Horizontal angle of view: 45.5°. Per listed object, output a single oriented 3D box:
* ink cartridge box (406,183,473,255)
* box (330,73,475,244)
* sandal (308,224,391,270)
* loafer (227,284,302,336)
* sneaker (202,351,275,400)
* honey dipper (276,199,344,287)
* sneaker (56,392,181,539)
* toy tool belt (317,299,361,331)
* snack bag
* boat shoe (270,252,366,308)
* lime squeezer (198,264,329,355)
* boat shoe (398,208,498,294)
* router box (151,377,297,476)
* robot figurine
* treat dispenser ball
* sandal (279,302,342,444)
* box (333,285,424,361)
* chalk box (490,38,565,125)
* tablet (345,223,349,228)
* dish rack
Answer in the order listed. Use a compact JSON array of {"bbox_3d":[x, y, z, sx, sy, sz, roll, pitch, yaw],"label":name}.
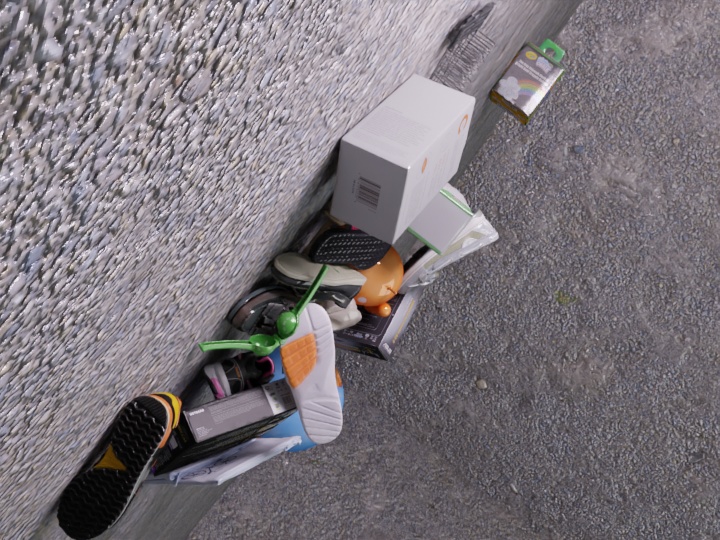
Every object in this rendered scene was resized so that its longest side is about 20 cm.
[{"bbox_3d":[0.094,-0.116,1.378,0.088,0.145,0.200,-52,-174,14],"label":"ink cartridge box"},{"bbox_3d":[0.057,-0.150,1.125,0.200,0.097,0.125,-48,157,-43],"label":"box"},{"bbox_3d":[-0.015,-0.043,1.265,0.075,0.045,0.200,-55,152,18],"label":"sandal"},{"bbox_3d":[-0.113,0.063,1.215,0.072,0.063,0.200,-50,166,15],"label":"loafer"},{"bbox_3d":[-0.165,0.160,1.298,0.086,0.081,0.200,-23,177,3],"label":"sneaker"},{"bbox_3d":[-0.072,-0.032,1.256,0.200,0.038,0.038,-53,175,13],"label":"honey dipper"},{"bbox_3d":[-0.273,0.230,1.012,0.200,0.070,0.090,-56,171,7],"label":"sneaker"},{"bbox_3d":[-0.091,0.071,1.419,0.123,0.125,0.200,-32,-175,-19],"label":"toy tool belt"},{"bbox_3d":[-0.218,0.283,1.296,0.199,0.022,0.188,-10,-176,39],"label":"snack bag"},{"bbox_3d":[-0.063,0.021,1.230,0.068,0.072,0.200,-55,152,13],"label":"boat shoe"},{"bbox_3d":[-0.117,0.069,1.142,0.200,0.071,0.038,-33,-156,-17],"label":"lime squeezer"},{"bbox_3d":[0.138,-0.020,1.456,0.202,0.065,0.074,-40,-172,11],"label":"boat shoe"},{"bbox_3d":[-0.192,0.220,1.230,0.199,0.051,0.149,-13,160,-43],"label":"router box"},{"bbox_3d":[-0.001,-0.001,1.451,0.200,0.116,0.145,-172,-89,-67],"label":"robot figurine"},{"bbox_3d":[-0.130,0.232,1.584,0.201,0.201,0.201,-52,175,-7],"label":"treat dispenser ball"},{"bbox_3d":[-0.076,0.145,1.218,0.079,0.208,0.059,-13,-164,-18],"label":"sandal"},{"bbox_3d":[-0.005,0.066,1.550,0.159,0.199,0.048,-62,142,-24],"label":"box"},{"bbox_3d":[0.444,-0.500,2.228,0.200,0.124,0.124,-52,175,3],"label":"chalk box"},{"bbox_3d":[0.015,-0.137,1.311,0.200,0.014,0.131,120,-6,-63],"label":"tablet"},{"bbox_3d":[0.147,-0.303,1.285,0.153,0.054,0.200,-48,173,-50],"label":"dish rack"}]
